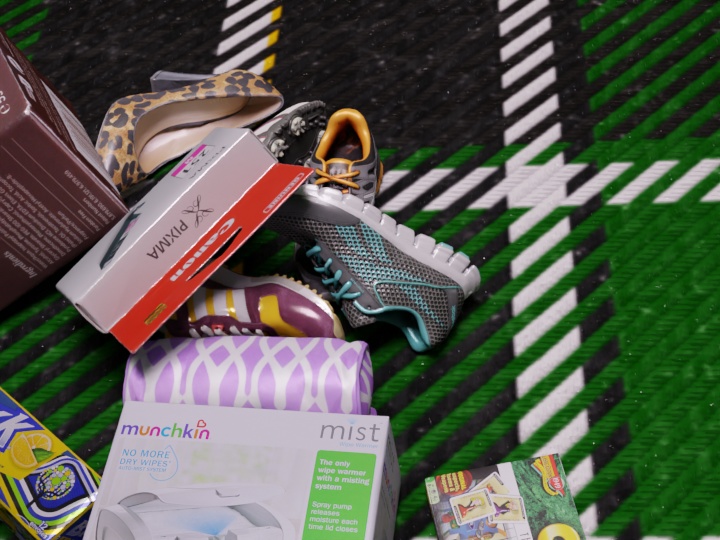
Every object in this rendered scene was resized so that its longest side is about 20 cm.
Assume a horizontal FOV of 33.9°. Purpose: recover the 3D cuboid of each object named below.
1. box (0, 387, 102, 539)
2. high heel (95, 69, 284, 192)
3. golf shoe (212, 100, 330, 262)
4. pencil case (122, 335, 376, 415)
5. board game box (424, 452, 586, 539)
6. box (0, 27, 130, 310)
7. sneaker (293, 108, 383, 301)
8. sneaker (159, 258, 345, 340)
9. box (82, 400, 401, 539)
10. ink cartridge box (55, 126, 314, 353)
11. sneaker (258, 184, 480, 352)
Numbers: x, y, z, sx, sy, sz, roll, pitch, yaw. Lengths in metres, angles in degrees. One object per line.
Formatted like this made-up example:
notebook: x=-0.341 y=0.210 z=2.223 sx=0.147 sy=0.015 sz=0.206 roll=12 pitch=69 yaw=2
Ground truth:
box: x=-0.268 y=0.147 z=0.903 sx=0.200 sy=0.070 sz=0.064 roll=32 pitch=59 yaw=29
high heel: x=-0.165 y=-0.131 z=1.129 sx=0.143 sy=0.071 sz=0.200 roll=7 pitch=44 yaw=17
golf shoe: x=-0.108 y=-0.098 z=1.094 sx=0.088 sy=0.077 sz=0.200 roll=22 pitch=55 yaw=33
pencil case: x=-0.083 y=0.094 z=0.916 sx=0.200 sy=0.086 sz=0.084 roll=2 pitch=57 yaw=8
board game box: x=0.114 y=0.224 z=0.821 sx=0.105 sy=0.023 sz=0.200 roll=-10 pitch=49 yaw=-4
box: x=-0.340 y=-0.080 z=1.013 sx=0.200 sy=0.164 sz=0.166 roll=-36 pitch=54 yaw=0
sneaker: x=-0.021 y=-0.059 z=1.047 sx=0.078 sy=0.077 sz=0.200 roll=0 pitch=51 yaw=4
sneaker: x=-0.109 y=0.047 z=0.972 sx=0.200 sy=0.075 sz=0.090 roll=15 pitch=52 yaw=30
box: x=-0.081 y=0.193 z=0.826 sx=0.200 sy=0.097 sz=0.177 roll=3 pitch=52 yaw=11
ink cartridge box: x=-0.145 y=-0.032 z=0.940 sx=0.200 sy=0.044 sz=0.174 roll=-46 pitch=21 yaw=-11
sneaker: x=0.000 y=0.000 z=0.956 sx=0.200 sy=0.078 sz=0.091 roll=25 pitch=69 yaw=-10
